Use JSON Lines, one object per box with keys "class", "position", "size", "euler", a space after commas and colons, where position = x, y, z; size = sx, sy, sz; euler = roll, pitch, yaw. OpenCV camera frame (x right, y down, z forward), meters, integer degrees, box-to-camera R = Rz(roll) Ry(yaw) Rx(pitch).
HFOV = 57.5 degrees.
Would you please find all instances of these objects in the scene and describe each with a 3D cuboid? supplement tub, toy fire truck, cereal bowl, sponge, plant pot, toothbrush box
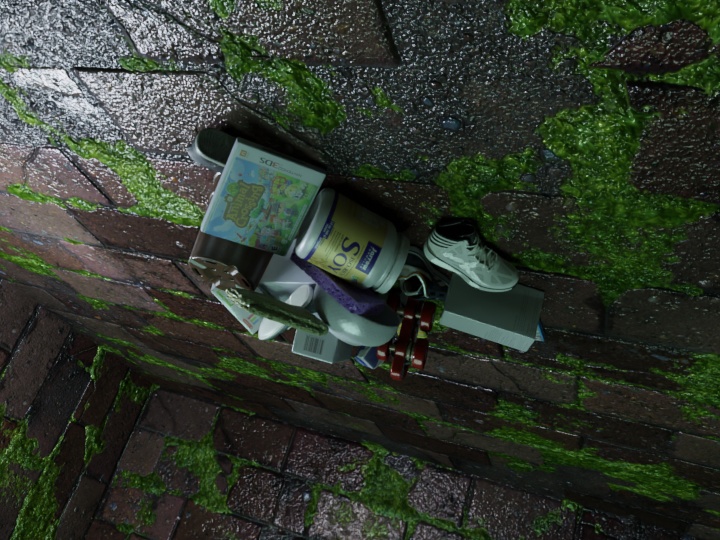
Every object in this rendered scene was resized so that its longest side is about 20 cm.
{"class": "supplement tub", "position": [-0.016, -0.054, 1.283], "size": [0.196, 0.149, 0.145], "euler": [26, 155, -13]}
{"class": "toy fire truck", "position": [0.111, 0.153, 1.511], "size": [0.109, 0.206, 0.168], "euler": [10, 165, 14]}
{"class": "cereal bowl", "position": [-0.018, 0.095, 1.366], "size": [0.196, 0.085, 0.201], "euler": [29, -167, -7]}
{"class": "sponge", "position": [-0.046, 0.021, 1.327], "size": [0.199, 0.030, 0.110], "euler": [40, -162, 31]}
{"class": "plant pot", "position": [-0.255, -0.072, 1.371], "size": [0.195, 0.203, 0.202], "euler": [17, 155, 8]}
{"class": "toothbrush box", "position": [-0.276, 0.039, 1.584], "size": [0.146, 0.086, 0.201], "euler": [49, -174, -20]}

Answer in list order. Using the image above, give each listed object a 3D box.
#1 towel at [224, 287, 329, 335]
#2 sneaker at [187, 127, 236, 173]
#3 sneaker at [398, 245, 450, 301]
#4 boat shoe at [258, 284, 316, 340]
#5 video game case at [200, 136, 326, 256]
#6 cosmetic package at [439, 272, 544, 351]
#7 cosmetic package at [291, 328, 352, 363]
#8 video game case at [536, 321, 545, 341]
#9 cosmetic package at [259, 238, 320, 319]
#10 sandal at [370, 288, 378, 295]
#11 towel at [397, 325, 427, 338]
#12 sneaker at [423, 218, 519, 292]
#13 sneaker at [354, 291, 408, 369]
{"class": "towel", "position": [-0.166, 0.078, 1.301], "size": [0.196, 0.037, 0.147], "euler": [23, 178, -28]}
{"class": "sneaker", "position": [-0.233, -0.206, 1.259], "size": [0.197, 0.077, 0.105], "euler": [30, 169, -25]}
{"class": "sneaker", "position": [0.137, 0.032, 1.423], "size": [0.077, 0.081, 0.199], "euler": [-4, 148, 40]}
{"class": "boat shoe", "position": [-0.155, 0.104, 1.461], "size": [0.061, 0.074, 0.199], "euler": [26, 130, -35]}
{"class": "video game case", "position": [-0.183, -0.130, 1.230], "size": [0.178, 0.022, 0.202], "euler": [16, 122, -26]}
{"class": "cosmetic package", "position": [0.273, 0.079, 1.369], "size": [0.194, 0.115, 0.082], "euler": [18, 156, 9]}
{"class": "cosmetic package", "position": [-0.079, 0.161, 1.489], "size": [0.099, 0.076, 0.200], "euler": [14, 179, 10]}
{"class": "video game case", "position": [0.318, 0.113, 1.515], "size": [0.195, 0.018, 0.144], "euler": [6, 152, 30]}
{"class": "cosmetic package", "position": [-0.102, 0.029, 1.549], "size": [0.195, 0.126, 0.200], "euler": [1, 147, 37]}
{"class": "sandal", "position": [0.000, 0.000, 1.464], "size": [0.042, 0.078, 0.201], "euler": [4, 150, 34]}
{"class": "towel", "position": [0.114, 0.121, 1.696], "size": [0.083, 0.019, 0.201], "euler": [3, 149, 22]}
{"class": "sneaker", "position": [0.219, -0.028, 1.237], "size": [0.195, 0.077, 0.116], "euler": [23, 158, 2]}
{"class": "sneaker", "position": [0.030, 0.132, 1.578], "size": [0.113, 0.202, 0.081], "euler": [12, 152, 38]}
